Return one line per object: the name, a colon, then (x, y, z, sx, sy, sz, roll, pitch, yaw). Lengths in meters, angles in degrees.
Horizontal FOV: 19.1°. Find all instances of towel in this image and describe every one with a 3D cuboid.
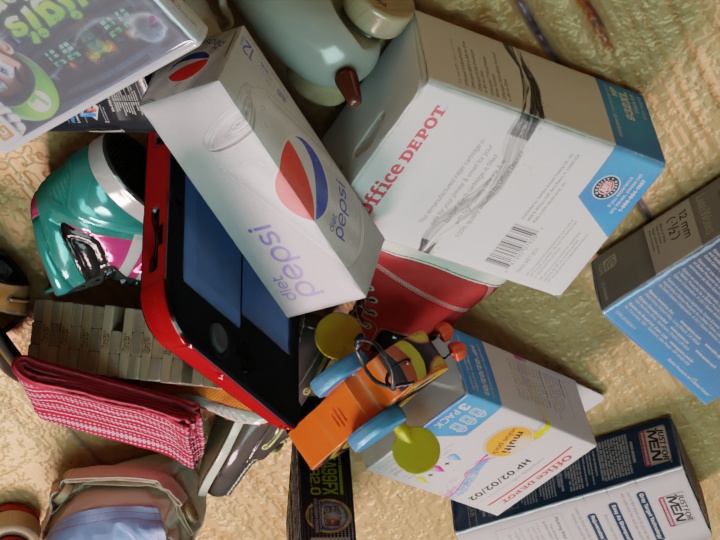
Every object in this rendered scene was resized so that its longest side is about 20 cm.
towel: (-0.190, 0.111, 1.637, 0.145, 0.022, 0.200, 16, 165, 1)

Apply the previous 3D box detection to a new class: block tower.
block tower: (-0.161, 0.055, 1.583, 0.200, 0.054, 0.058, 3, 175, 36)

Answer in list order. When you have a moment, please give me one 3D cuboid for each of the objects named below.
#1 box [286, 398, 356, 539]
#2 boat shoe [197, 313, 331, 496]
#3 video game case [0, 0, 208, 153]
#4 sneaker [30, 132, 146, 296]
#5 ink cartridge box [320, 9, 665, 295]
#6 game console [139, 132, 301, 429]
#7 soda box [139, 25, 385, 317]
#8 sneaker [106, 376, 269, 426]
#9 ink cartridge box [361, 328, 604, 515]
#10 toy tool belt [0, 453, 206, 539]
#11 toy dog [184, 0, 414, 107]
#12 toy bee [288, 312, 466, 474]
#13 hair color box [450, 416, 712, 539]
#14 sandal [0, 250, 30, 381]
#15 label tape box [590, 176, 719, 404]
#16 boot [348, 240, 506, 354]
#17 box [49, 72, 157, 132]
box: (-0.032, 0.227, 1.723, 0.044, 0.200, 0.160, 0, 131, -5)
boat shoe: (-0.076, 0.112, 1.702, 0.061, 0.072, 0.201, 17, 126, -13)
video game case: (-0.226, -0.174, 1.370, 0.200, 0.023, 0.182, -24, 122, 37)
sneaker: (-0.174, -0.011, 1.577, 0.121, 0.084, 0.200, -25, 132, 21)
ink cartridge box: (0.090, -0.081, 1.522, 0.200, 0.084, 0.145, 17, 130, -25)
game console: (-0.091, -0.008, 1.491, 0.031, 0.200, 0.177, -19, 143, 27)
soda box: (-0.063, -0.064, 1.436, 0.068, 0.063, 0.200, -15, 126, 28)
sneaker: (-0.132, 0.067, 1.640, 0.200, 0.073, 0.077, 4, 106, 27)
ink cartridge box: (0.104, 0.128, 1.701, 0.200, 0.068, 0.115, 23, 129, -41)
toy tool belt: (-0.221, 0.231, 1.764, 0.200, 0.123, 0.125, -16, 131, 11)
toy dog: (-0.062, -0.163, 1.437, 0.200, 0.096, 0.132, 5, 131, -9)
toy bee: (0.026, 0.088, 1.582, 0.109, 0.200, 0.131, -28, 100, -29)
hair color box: (0.186, 0.203, 1.810, 0.200, 0.061, 0.100, -17, 131, 12)
sandal: (-0.280, 0.004, 1.601, 0.055, 0.082, 0.200, -25, 125, -11)
label tape box: (0.299, -0.001, 1.634, 0.200, 0.066, 0.143, -35, 126, 22)
boot: (0.000, 0.000, 1.610, 0.200, 0.072, 0.144, 24, 128, -28)
box: (-0.221, -0.179, 1.415, 0.159, 0.046, 0.200, 1, 135, 21)
